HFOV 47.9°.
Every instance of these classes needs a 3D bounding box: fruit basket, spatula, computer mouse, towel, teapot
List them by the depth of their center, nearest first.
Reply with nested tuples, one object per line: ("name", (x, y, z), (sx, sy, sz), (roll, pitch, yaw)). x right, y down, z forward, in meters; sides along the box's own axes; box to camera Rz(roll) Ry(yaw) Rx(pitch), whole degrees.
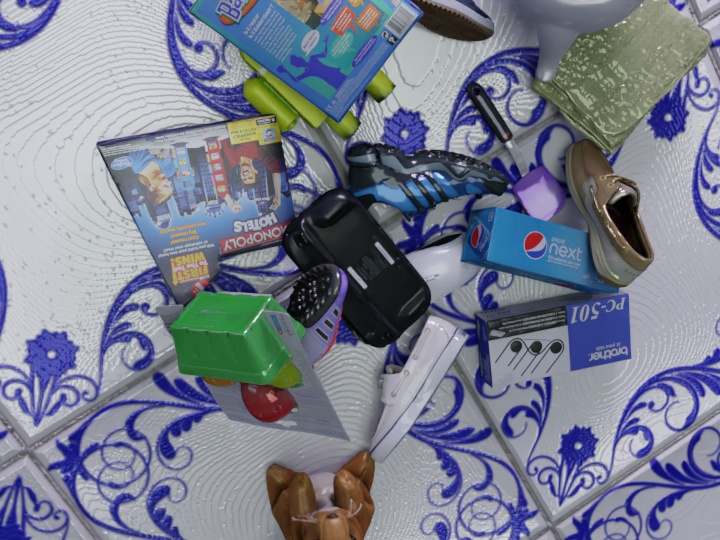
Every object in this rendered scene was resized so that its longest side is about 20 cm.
("fruit basket", (-0.116, 0.111, 0.917), (0.094, 0.185, 0.200), (-62, 139, -35))
("teapot", (0.251, -0.359, 0.934), (0.200, 0.146, 0.198), (-29, 82, 6))
("towel", (0.323, -0.260, 1.011), (0.148, 0.036, 0.200), (43, 89, -2))
("computer mouse", (0.065, 0.011, 1.012), (0.200, 0.044, 0.110), (-25, 104, -7))
("spatula", (0.193, -0.152, 1.022), (0.056, 0.021, 0.200), (-36, 105, -2))

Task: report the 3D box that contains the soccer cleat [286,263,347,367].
("soccer cleat", (-0.052, 0.060, 0.944), (0.073, 0.068, 0.200), (12, 139, -24))

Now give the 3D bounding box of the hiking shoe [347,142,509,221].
("hiking shoe", (0.079, -0.102, 0.987), (0.200, 0.074, 0.087), (7, 106, -4))

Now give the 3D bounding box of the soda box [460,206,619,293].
("soda box", (0.230, -0.023, 1.013), (0.200, 0.064, 0.068), (13, 85, -23))

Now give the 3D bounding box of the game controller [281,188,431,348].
("game controller", (0.000, 0.000, 0.957), (0.104, 0.042, 0.200), (-45, 114, -10))

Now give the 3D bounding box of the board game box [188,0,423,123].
("board game box", (-0.057, -0.279, 0.869), (0.200, 0.045, 0.152), (35, 109, -18))

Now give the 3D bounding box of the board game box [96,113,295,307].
("board game box", (-0.180, -0.065, 0.934), (0.200, 0.062, 0.200), (-12, 106, -14))

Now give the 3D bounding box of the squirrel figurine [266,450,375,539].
("squirrel figurine", (-0.037, 0.339, 0.976), (0.141, 0.187, 0.200), (1, 100, -13))

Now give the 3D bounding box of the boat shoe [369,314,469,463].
("boat shoe", (0.057, 0.147, 1.032), (0.070, 0.071, 0.200), (33, 97, 11))

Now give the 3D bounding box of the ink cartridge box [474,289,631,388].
("ink cartridge box", (0.254, 0.086, 1.068), (0.200, 0.044, 0.094), (-10, 104, -11))

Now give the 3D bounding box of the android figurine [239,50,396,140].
("android figurine", (-0.058, -0.252, 0.938), (0.200, 0.041, 0.182), (41, 90, -17))

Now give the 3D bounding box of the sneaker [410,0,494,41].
("sneaker", (0.081, -0.347, 0.936), (0.200, 0.070, 0.109), (17, 83, -25))

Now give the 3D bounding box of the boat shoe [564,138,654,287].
("boat shoe", (0.310, -0.081, 0.993), (0.074, 0.066, 0.200), (0, 65, -30))
